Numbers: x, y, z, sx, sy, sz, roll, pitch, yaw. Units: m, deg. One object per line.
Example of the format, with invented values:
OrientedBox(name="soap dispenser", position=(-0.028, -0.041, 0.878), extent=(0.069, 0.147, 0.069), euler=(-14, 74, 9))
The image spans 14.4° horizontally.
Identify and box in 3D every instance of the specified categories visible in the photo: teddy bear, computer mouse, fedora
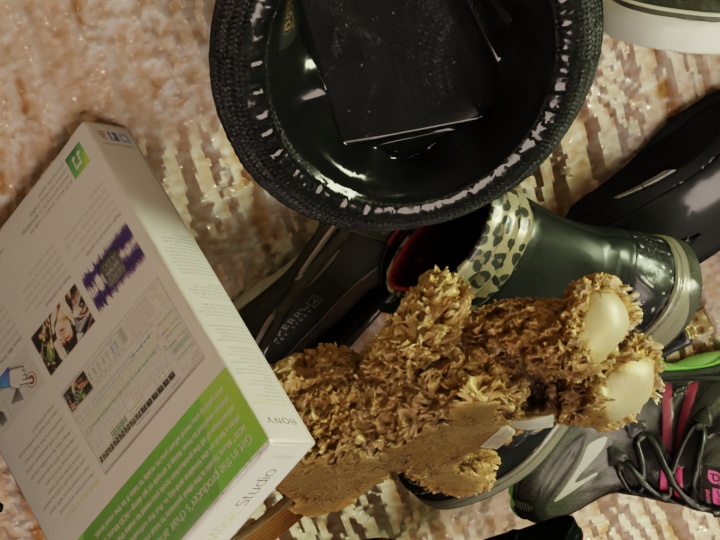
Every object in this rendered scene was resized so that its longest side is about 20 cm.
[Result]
OrientedBox(name="teddy bear", position=(0.046, 0.052, 1.346), extent=(0.200, 0.067, 0.145), euler=(-27, 144, 23))
OrientedBox(name="computer mouse", position=(0.164, -0.004, 1.488), extent=(0.200, 0.046, 0.140), euler=(-35, 133, 15))
OrientedBox(name="fedora", position=(0.014, -0.119, 1.289), extent=(0.200, 0.092, 0.201), euler=(-8, 128, -10))

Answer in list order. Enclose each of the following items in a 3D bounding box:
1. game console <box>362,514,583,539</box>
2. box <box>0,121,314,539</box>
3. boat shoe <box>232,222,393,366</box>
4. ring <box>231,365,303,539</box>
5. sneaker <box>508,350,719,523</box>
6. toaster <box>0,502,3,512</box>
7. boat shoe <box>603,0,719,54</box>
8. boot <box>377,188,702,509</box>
OrientedBox(name="game console", position=(-0.007, 0.168, 1.521), extent=(0.200, 0.172, 0.119), euler=(-22, 109, 32))
OrientedBox(name="box", position=(-0.116, 0.051, 1.337), extent=(0.036, 0.200, 0.144), euler=(7, 133, -47))
OrientedBox(name="boat shoe", position=(0.000, 0.000, 1.427), extent=(0.067, 0.057, 0.200), euler=(23, 122, -35))
OrientedBox(name="ring", position=(-0.069, 0.108, 1.444), extent=(0.200, 0.019, 0.201), euler=(-34, 158, -16))
OrientedBox(name="sneaker", position=(0.176, 0.095, 1.562), extent=(0.199, 0.084, 0.077), euler=(-20, 135, 1))
OrientedBox(name="toaster", position=(-0.257, 0.089, 1.337), extent=(0.118, 0.181, 0.200), euler=(-24, 137, 6))
OrientedBox(name="boat shoe", position=(0.209, -0.150, 1.352), extent=(0.199, 0.071, 0.064), euler=(-9, 119, -9))
OrientedBox(name="boot", position=(0.053, 0.033, 1.422), extent=(0.153, 0.074, 0.203), euler=(22, 127, -40))
